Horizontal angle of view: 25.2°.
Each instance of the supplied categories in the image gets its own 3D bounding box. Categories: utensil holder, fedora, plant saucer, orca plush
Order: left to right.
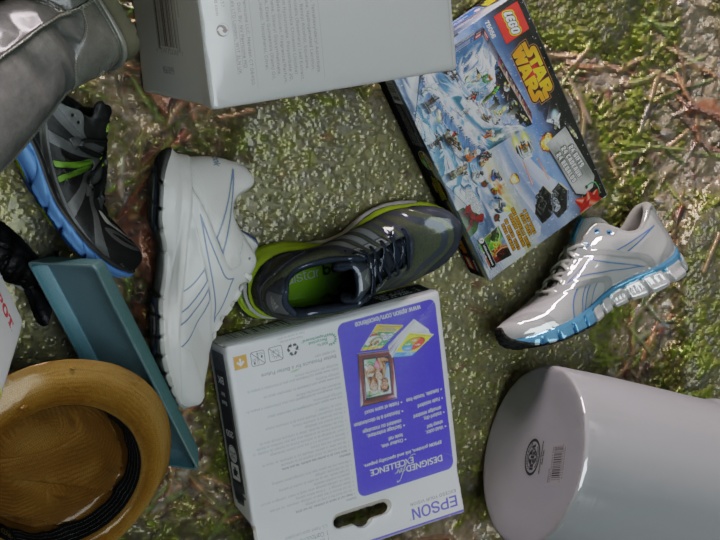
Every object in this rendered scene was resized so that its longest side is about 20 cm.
[{"bbox_3d":[-0.303,-0.010,1.152,0.199,0.071,0.106,34,85,-28],"label":"orca plush"},{"bbox_3d":[-0.239,0.135,1.196,0.199,0.082,0.203,-20,127,-28],"label":"fedora"},{"bbox_3d":[-0.181,0.070,1.218,0.019,0.069,0.201,-51,132,-40],"label":"plant saucer"},{"bbox_3d":[0.229,0.179,1.406,0.198,0.170,0.172,14,94,-25],"label":"utensil holder"}]

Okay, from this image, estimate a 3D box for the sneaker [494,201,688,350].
[{"bbox_3d":[0.191,0.001,1.410,0.199,0.075,0.087,-28,101,-25],"label":"sneaker"}]

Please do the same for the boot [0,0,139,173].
[{"bbox_3d":[-0.259,-0.163,1.085,0.182,0.072,0.200,50,52,-4],"label":"boot"}]

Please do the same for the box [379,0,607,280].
[{"bbox_3d":[0.113,-0.114,1.356,0.136,0.040,0.201,-34,113,-16],"label":"box"}]

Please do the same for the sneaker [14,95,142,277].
[{"bbox_3d":[-0.210,-0.082,1.184,0.082,0.071,0.201,-30,109,-11],"label":"sneaker"}]

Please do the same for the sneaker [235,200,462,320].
[{"bbox_3d":[0.000,0.000,1.299,0.198,0.081,0.075,-21,111,-20],"label":"sneaker"}]

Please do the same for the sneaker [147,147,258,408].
[{"bbox_3d":[-0.121,0.008,1.239,0.086,0.074,0.203,0,102,-16],"label":"sneaker"}]

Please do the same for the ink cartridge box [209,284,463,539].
[{"bbox_3d":[-0.016,0.131,1.339,0.196,0.043,0.203,-14,104,-23],"label":"ink cartridge box"}]

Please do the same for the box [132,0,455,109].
[{"bbox_3d":[-0.052,-0.192,1.195,0.198,0.152,0.108,-12,105,-23],"label":"box"}]

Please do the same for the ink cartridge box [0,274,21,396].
[{"bbox_3d":[-0.325,0.055,1.047,0.143,0.201,0.146,-9,127,10],"label":"ink cartridge box"}]
